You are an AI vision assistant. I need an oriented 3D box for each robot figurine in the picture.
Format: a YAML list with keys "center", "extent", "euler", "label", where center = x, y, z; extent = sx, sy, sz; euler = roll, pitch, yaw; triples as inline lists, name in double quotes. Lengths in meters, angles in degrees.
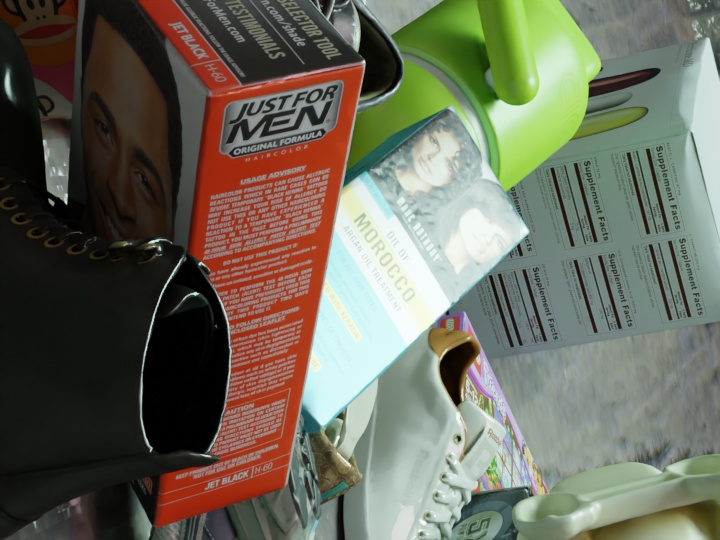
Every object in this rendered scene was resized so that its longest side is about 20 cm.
- center: [0.057, -0.097, 1.034]
  extent: [0.200, 0.175, 0.116]
  euler: [-38, 94, -36]
  label: "robot figurine"

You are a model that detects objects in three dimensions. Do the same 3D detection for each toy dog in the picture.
- center: [0.157, 0.217, 0.977]
  extent: [0.194, 0.139, 0.201]
  euler: [163, -85, -74]
  label: "toy dog"

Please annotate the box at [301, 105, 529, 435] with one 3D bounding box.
- center: [0.000, 0.000, 0.840]
  extent: [0.082, 0.049, 0.200]
  euler: [57, 45, -8]
  label: "box"

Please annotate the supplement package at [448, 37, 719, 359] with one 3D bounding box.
- center: [0.166, -0.054, 1.257]
  extent: [0.191, 0.199, 0.148]
  euler: [-64, 139, -60]
  label: "supplement package"

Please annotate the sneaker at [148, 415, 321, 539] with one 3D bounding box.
- center: [-0.052, 0.145, 0.715]
  extent: [0.078, 0.086, 0.201]
  euler: [46, 32, -73]
  label: "sneaker"

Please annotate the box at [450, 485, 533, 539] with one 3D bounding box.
- center: [0.081, 0.259, 1.027]
  extent: [0.200, 0.086, 0.164]
  euler: [-80, 151, -45]
  label: "box"

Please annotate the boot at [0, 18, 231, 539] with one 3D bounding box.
- center: [-0.097, -0.012, 0.571]
  extent: [0.077, 0.138, 0.201]
  euler: [17, 61, -49]
  label: "boot"

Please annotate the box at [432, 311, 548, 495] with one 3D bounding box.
- center: [0.082, 0.145, 1.152]
  extent: [0.137, 0.039, 0.200]
  euler: [-84, 155, -45]
  label: "box"

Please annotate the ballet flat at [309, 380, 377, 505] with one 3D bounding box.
- center: [-0.020, 0.031, 0.893]
  extent: [0.071, 0.065, 0.201]
  euler: [47, 37, -55]
  label: "ballet flat"

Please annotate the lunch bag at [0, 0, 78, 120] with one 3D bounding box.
- center: [-0.104, -0.140, 0.736]
  extent: [0.200, 0.082, 0.177]
  euler: [-53, 134, -64]
  label: "lunch bag"

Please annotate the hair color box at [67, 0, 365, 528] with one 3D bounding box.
- center: [-0.061, -0.014, 0.621]
  extent: [0.102, 0.061, 0.201]
  euler: [51, -37, 38]
  label: "hair color box"

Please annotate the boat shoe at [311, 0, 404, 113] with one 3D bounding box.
- center: [-0.031, -0.101, 0.719]
  extent: [0.200, 0.065, 0.072]
  euler: [14, 83, -74]
  label: "boat shoe"

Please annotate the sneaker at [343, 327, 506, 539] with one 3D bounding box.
- center: [0.039, 0.121, 0.988]
  extent: [0.073, 0.084, 0.201]
  euler: [50, 37, -57]
  label: "sneaker"
